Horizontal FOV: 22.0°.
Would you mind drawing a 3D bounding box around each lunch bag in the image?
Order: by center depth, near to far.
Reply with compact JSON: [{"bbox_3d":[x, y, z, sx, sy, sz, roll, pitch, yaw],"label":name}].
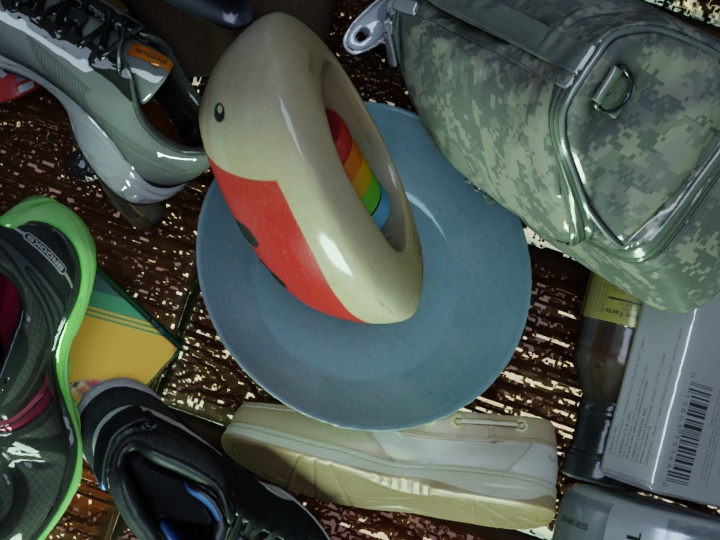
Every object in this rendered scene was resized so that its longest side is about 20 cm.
[{"bbox_3d":[0.115,-0.091,0.987,0.140,0.200,0.167,-51,126,0],"label":"lunch bag"}]

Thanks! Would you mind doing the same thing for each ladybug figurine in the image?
[{"bbox_3d":[-0.026,-0.045,0.985,0.071,0.136,0.201,-19,130,15],"label":"ladybug figurine"}]

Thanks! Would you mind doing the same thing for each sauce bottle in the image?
[{"bbox_3d":[0.161,0.026,1.091,0.064,0.065,0.202,15,90,-2],"label":"sauce bottle"}]

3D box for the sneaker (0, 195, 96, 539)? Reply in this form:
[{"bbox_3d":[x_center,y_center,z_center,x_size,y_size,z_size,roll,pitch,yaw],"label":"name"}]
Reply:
[{"bbox_3d":[-0.193,0.059,0.982,0.076,0.083,0.202,20,114,36],"label":"sneaker"}]

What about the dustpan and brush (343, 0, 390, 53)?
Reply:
[{"bbox_3d":[0.067,-0.189,1.081,0.200,0.057,0.140,-39,91,-3],"label":"dustpan and brush"}]

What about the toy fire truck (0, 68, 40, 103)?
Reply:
[{"bbox_3d":[-0.279,-0.157,1.044,0.198,0.049,0.142,-1,110,29],"label":"toy fire truck"}]

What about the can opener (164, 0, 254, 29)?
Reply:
[{"bbox_3d":[-0.138,-0.183,0.958,0.199,0.064,0.079,31,57,3],"label":"can opener"}]

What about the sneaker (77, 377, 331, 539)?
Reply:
[{"bbox_3d":[-0.077,0.149,1.026,0.200,0.112,0.073,42,91,-23],"label":"sneaker"}]

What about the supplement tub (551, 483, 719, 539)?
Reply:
[{"bbox_3d":[0.153,0.232,1.057,0.121,0.123,0.202,14,88,-2],"label":"supplement tub"}]

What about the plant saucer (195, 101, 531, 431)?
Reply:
[{"bbox_3d":[0.000,0.000,1.076,0.199,0.039,0.203,5,70,-13],"label":"plant saucer"}]

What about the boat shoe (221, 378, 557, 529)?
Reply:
[{"bbox_3d":[0.020,0.100,1.085,0.198,0.074,0.070,12,65,1],"label":"boat shoe"}]

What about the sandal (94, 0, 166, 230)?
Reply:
[{"bbox_3d":[-0.149,-0.122,1.068,0.054,0.080,0.202,-23,96,8],"label":"sandal"}]

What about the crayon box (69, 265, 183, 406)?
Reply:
[{"bbox_3d":[-0.212,0.078,1.073,0.119,0.058,0.200,42,87,-2],"label":"crayon box"}]

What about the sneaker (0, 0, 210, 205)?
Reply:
[{"bbox_3d":[-0.147,-0.122,0.985,0.200,0.079,0.074,45,53,-24],"label":"sneaker"}]

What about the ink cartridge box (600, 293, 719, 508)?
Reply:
[{"bbox_3d":[0.232,0.040,1.083,0.175,0.045,0.202,18,87,-42],"label":"ink cartridge box"}]

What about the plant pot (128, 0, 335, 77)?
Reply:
[{"bbox_3d":[-0.077,-0.215,1.037,0.185,0.187,0.202,-8,102,-3],"label":"plant pot"}]
